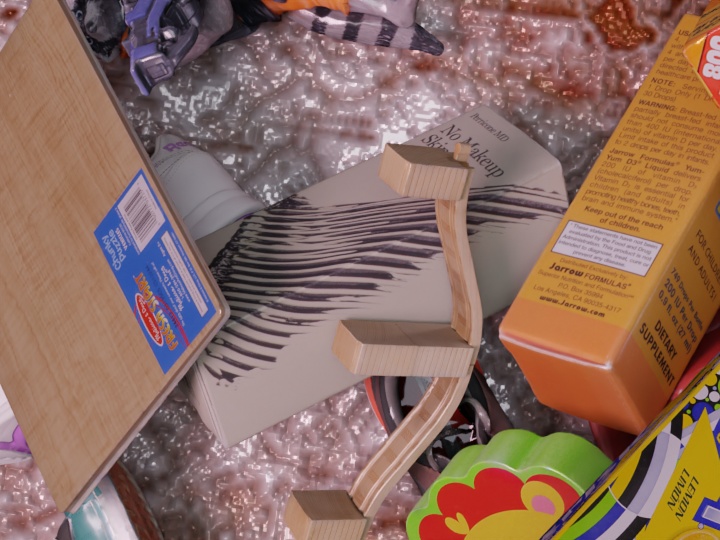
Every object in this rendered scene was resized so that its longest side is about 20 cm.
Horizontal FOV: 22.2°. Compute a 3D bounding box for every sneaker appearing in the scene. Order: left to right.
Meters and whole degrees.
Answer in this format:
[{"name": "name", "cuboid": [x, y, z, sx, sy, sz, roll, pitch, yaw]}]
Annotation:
[{"name": "sneaker", "cuboid": [-0.136, 0.017, 0.936, 0.200, 0.075, 0.100, -43, 63, 4]}, {"name": "sneaker", "cuboid": [-0.126, 0.183, 0.916, 0.079, 0.071, 0.201, -20, 92, 1]}, {"name": "sneaker", "cuboid": [0.061, 0.115, 0.905, 0.077, 0.082, 0.201, -35, 87, 1]}]

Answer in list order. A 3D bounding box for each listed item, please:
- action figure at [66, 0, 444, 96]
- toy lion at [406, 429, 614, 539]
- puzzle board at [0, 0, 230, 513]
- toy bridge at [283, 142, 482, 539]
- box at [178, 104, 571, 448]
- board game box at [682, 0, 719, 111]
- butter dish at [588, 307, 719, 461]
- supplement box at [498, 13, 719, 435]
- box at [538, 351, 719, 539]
[{"name": "action figure", "cuboid": [-0.061, -0.126, 0.900, 0.192, 0.201, 0.105, -6, 132, 10]}, {"name": "toy lion", "cuboid": [0.102, 0.171, 0.856, 0.191, 0.069, 0.201, 32, 133, 12]}, {"name": "puzzle board", "cuboid": [-0.139, -0.011, 0.861, 0.151, 0.017, 0.201, -49, 59, 32]}, {"name": "toy bridge", "cuboid": [0.021, 0.035, 0.841, 0.067, 0.027, 0.201, 4, 113, -30]}, {"name": "box", "cuboid": [0.000, 0.000, 0.879, 0.199, 0.082, 0.069, -27, 126, -15]}, {"name": "board game box", "cuboid": [0.292, -0.096, 0.788, 0.199, 0.200, 0.200, -30, 102, 32]}, {"name": "butter dish", "cuboid": [0.225, 0.092, 0.866, 0.199, 0.148, 0.200, -22, 88, 2]}, {"name": "supplement box", "cuboid": [0.146, -0.025, 0.875, 0.069, 0.067, 0.201, 14, 64, 37]}, {"name": "box", "cuboid": [0.136, 0.091, 0.751, 0.200, 0.070, 0.064, -43, 83, -13]}]
